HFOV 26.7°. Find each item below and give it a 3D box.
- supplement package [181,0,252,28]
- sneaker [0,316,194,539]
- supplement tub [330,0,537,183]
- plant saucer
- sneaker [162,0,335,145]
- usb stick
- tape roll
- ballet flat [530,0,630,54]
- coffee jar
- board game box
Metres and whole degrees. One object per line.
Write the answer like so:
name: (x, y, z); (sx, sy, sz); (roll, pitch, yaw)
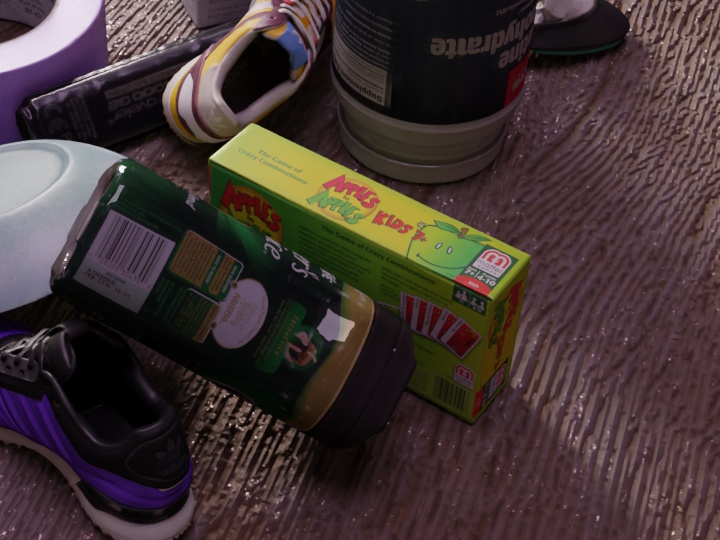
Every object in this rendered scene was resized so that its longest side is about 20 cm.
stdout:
supplement package: (-0.083, -0.325, 1.180); (0.150, 0.202, 0.151); (-14, 46, -19)
sneaker: (-0.165, 0.058, 0.837); (0.199, 0.100, 0.069); (31, 47, 26)
supplement tub: (0.050, -0.176, 1.033); (0.138, 0.202, 0.141); (2, 43, -2)
plant saucer: (-0.223, -0.037, 0.931); (0.198, 0.039, 0.202); (-13, 29, 7)
sneaker: (-0.050, -0.165, 1.060); (0.201, 0.075, 0.090); (-54, 26, -18)
usb stick: (-0.148, -0.127, 1.076); (0.199, 0.056, 0.032); (-26, 15, -28)
tape roll: (-0.284, -0.173, 1.101); (0.197, 0.066, 0.201); (3, 42, -3)
ballet flat: (0.119, -0.199, 1.162); (0.197, 0.069, 0.068); (-9, 44, -14)
coffee jar: (-0.068, 0.021, 0.838); (0.199, 0.104, 0.086); (31, 85, -13)
board game box: (0.000, 0.000, 0.915); (0.198, 0.102, 0.048); (27, 46, 22)
